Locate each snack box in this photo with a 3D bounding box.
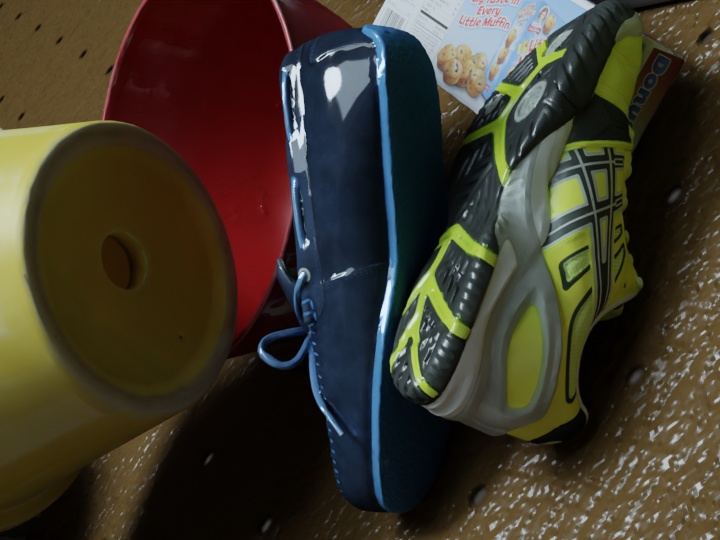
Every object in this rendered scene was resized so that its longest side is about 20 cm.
[{"bbox_3d":[0.071,-0.107,0.854,0.072,0.024,0.200,-60,37,11],"label":"snack box"}]

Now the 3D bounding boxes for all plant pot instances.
[{"bbox_3d":[-0.164,0.017,0.821,0.188,0.201,0.202,-16,42,37],"label":"plant pot"}]

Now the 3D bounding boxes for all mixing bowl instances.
[{"bbox_3d":[-0.039,-0.049,0.888,0.200,0.108,0.202,-9,79,55],"label":"mixing bowl"}]

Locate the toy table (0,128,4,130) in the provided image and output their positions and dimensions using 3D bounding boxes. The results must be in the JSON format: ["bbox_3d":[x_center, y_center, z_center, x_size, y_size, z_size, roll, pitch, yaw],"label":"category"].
[{"bbox_3d":[-0.291,-0.006,1.220,0.117,0.183,0.201,149,139,-65],"label":"toy table"}]

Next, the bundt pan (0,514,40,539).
[{"bbox_3d":[-0.253,0.130,1.021,0.201,0.076,0.203,-10,74,40],"label":"bundt pan"}]

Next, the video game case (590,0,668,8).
[{"bbox_3d":[0.139,-0.217,0.921,0.181,0.045,0.201,-4,54,58],"label":"video game case"}]

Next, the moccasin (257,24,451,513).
[{"bbox_3d":[0.000,0.000,0.762,0.068,0.080,0.202,-1,87,30],"label":"moccasin"}]

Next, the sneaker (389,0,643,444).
[{"bbox_3d":[0.078,-0.020,0.736,0.075,0.076,0.201,-25,37,61],"label":"sneaker"}]
